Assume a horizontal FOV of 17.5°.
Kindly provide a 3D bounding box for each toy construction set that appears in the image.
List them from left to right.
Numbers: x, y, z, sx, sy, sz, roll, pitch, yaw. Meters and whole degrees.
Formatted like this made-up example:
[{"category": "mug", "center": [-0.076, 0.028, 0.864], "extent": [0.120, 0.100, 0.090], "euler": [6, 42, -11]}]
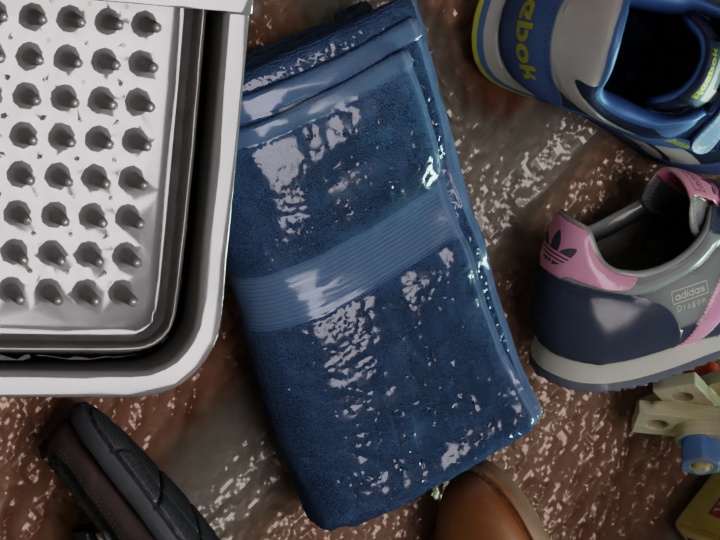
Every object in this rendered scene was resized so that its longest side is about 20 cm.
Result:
[{"category": "toy construction set", "center": [0.186, 0.126, 1.027], "extent": [0.092, 0.131, 0.201], "euler": [2, 65, -27]}]

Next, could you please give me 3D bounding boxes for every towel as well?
[{"category": "towel", "center": [0.000, 0.000, 0.949], "extent": [0.111, 0.048, 0.201], "euler": [-28, 115, -25]}]

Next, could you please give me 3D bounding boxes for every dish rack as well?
[{"category": "dish rack", "center": [-0.130, -0.056, 0.850], "extent": [0.171, 0.044, 0.201], "euler": [1, 100, -24]}]

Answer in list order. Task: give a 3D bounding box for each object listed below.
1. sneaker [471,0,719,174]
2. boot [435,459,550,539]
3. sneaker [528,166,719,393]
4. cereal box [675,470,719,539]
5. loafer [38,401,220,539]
[{"category": "sneaker", "center": [0.143, -0.082, 1.015], "extent": [0.199, 0.082, 0.074], "euler": [11, 93, -37]}, {"category": "boot", "center": [0.014, 0.190, 0.999], "extent": [0.154, 0.074, 0.201], "euler": [-13, 105, -26]}, {"category": "sneaker", "center": [0.163, -0.013, 1.043], "extent": [0.199, 0.070, 0.082], "euler": [-22, 126, -29]}, {"category": "cereal box", "center": [0.254, 0.137, 1.163], "extent": [0.144, 0.039, 0.200], "euler": [-50, 123, -16]}, {"category": "loafer", "center": [-0.067, 0.144, 0.919], "extent": [0.063, 0.072, 0.200], "euler": [-38, 102, 2]}]
